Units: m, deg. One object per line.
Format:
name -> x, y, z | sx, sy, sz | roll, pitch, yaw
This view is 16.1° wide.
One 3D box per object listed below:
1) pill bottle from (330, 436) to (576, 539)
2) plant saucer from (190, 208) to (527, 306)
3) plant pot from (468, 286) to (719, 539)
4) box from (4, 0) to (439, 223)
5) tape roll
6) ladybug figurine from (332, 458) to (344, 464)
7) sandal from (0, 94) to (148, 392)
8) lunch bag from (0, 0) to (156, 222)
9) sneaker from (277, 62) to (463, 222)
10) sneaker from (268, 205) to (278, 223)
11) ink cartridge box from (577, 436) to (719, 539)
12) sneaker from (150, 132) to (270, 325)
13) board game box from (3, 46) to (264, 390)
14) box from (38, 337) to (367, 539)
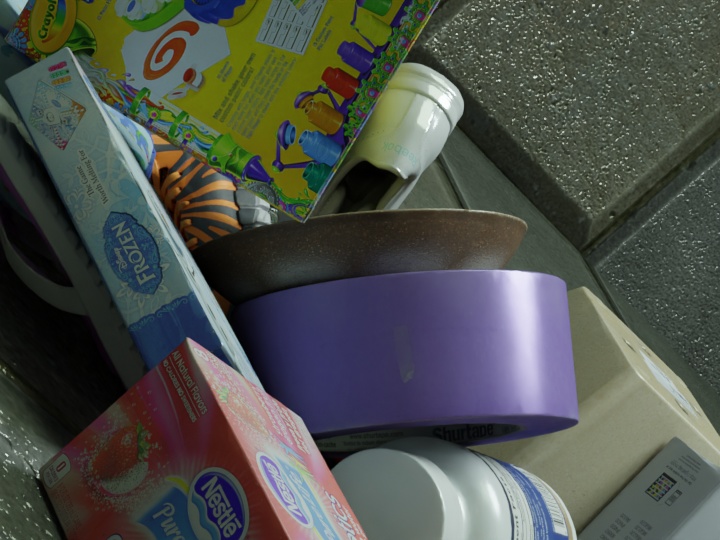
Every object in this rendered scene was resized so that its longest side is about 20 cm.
pill bottle -> 0.047, 0.157, 1.480 | 0.111, 0.111, 0.200 | 52, 11, 23
plant saucer -> 0.000, 0.000, 1.490 | 0.200, 0.200, 0.037 | 20, 64, -70
plant pot -> 0.156, 0.135, 1.858 | 0.200, 0.177, 0.200 | 43, 10, -29
box -> -0.059, -0.167, 1.405 | 0.192, 0.200, 0.122 | 32, 9, -4
tape roll -> 0.026, 0.057, 1.483 | 0.200, 0.199, 0.085 | 19, 64, -71
ladybug figurine -> -0.007, 0.069, 1.659 | 0.200, 0.072, 0.136 | 56, 13, -8
sandal -> -0.169, -0.007, 1.362 | 0.203, 0.050, 0.082 | 61, -1, -13
lunch bag -> -0.210, -0.111, 1.505 | 0.200, 0.082, 0.161 | 48, 7, -5
sneaker -> -0.011, -0.044, 1.527 | 0.075, 0.200, 0.089 | 28, 56, -7
sneaker -> -0.053, 0.000, 1.775 | 0.114, 0.076, 0.199 | 53, 14, 16
ink cartridge box -> 0.233, 0.250, 1.781 | 0.200, 0.176, 0.084 | 48, -5, -28
sneaker -> -0.118, -0.035, 1.648 | 0.112, 0.078, 0.200 | 7, 52, -10
board game box -> -0.105, 0.011, 1.348 | 0.199, 0.043, 0.200 | 61, -1, 28
box -> -0.053, 0.140, 1.137 | 0.095, 0.103, 0.200 | 39, 14, -43
